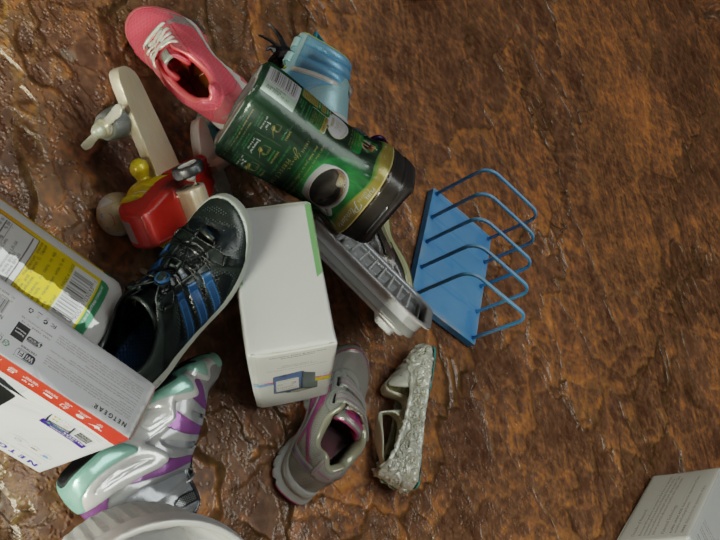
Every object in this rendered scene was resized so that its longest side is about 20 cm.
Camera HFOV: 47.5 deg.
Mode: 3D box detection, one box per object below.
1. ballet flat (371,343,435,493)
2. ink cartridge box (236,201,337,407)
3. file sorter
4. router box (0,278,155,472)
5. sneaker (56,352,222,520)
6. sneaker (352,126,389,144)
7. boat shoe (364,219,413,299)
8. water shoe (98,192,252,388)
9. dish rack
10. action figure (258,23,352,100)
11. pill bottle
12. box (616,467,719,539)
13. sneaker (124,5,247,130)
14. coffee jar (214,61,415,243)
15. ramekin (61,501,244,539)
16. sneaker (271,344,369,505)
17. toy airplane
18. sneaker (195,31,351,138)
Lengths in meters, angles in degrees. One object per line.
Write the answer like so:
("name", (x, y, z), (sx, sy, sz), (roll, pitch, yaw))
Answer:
("ballet flat", (0.053, 0.174, 1.021), (0.071, 0.071, 0.202), (31, 52, -31))
("ink cartridge box", (-0.081, 0.042, 0.834), (0.086, 0.200, 0.147), (-8, 68, -10))
("file sorter", (0.169, -0.023, 1.180), (0.138, 0.122, 0.202), (36, 50, -28))
("router box", (-0.288, 0.077, 0.641), (0.200, 0.178, 0.049), (40, 49, -24))
("sneaker", (-0.177, 0.185, 0.786), (0.141, 0.077, 0.200), (54, 53, -14))
("sneaker", (0.016, -0.151, 1.060), (0.073, 0.088, 0.201), (6, 37, -18))
("boat shoe", (0.012, -0.021, 1.068), (0.064, 0.073, 0.202), (0, 63, -39))
("water shoe", (-0.160, 0.023, 0.702), (0.071, 0.079, 0.202), (29, 88, 11))
("dish rack", (0.000, 0.000, 0.949), (0.200, 0.044, 0.172), (44, 8, 0))
("action figure", (-0.076, -0.204, 1.029), (0.101, 0.118, 0.203), (-7, 86, -35))
("pill bottle", (-0.315, 0.001, 0.696), (0.199, 0.112, 0.114), (40, 48, -25))
("box", (0.541, 0.462, 1.324), (0.199, 0.130, 0.201), (-32, 96, -46))
("sneaker", (-0.196, -0.234, 0.890), (0.200, 0.074, 0.087), (42, 10, 18))
("coffee jar", (-0.043, -0.116, 0.842), (0.199, 0.104, 0.086), (32, 35, -16))
("ramekin", (-0.178, 0.289, 0.671), (0.198, 0.105, 0.204), (-2, 93, -32))
("sneaker", (-0.023, 0.167, 0.929), (0.081, 0.088, 0.202), (40, 48, -25))
("toy airplane", (-0.204, -0.080, 0.845), (0.199, 0.139, 0.203), (61, 13, -67))
("sneaker", (-0.094, -0.209, 0.944), (0.079, 0.197, 0.133), (34, 64, -63))
